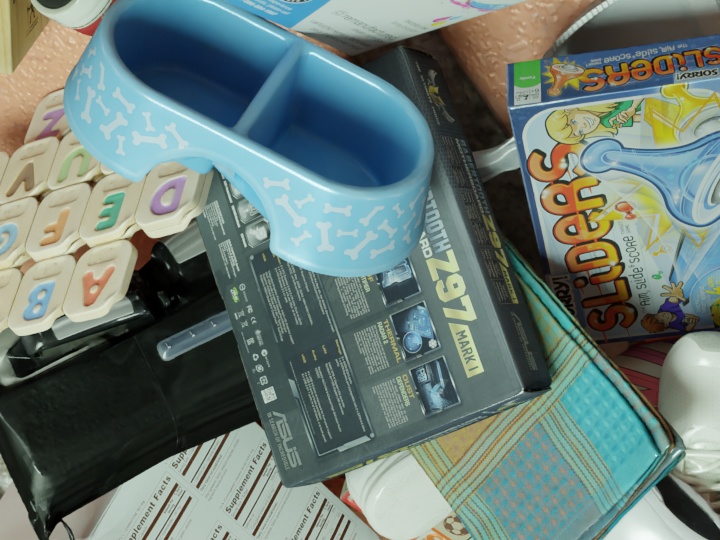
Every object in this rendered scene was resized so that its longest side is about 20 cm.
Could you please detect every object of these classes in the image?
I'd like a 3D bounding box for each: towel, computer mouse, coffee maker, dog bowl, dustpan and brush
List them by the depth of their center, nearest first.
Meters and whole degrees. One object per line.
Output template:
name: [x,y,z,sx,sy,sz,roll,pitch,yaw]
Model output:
dog bowl: [-0.051,-0.076,0.856,0.198,0.112,0.050,28,135,2]
dustpan and brush: [0.118,-0.081,0.952,0.198,0.058,0.140,-13,125,28]
towel: [0.075,0.071,0.956,0.201,0.022,0.147,51,126,23]
computer mouse: [0.128,0.117,0.957,0.200,0.044,0.110,43,123,24]
coffee maker: [-0.125,0.077,1.047,0.198,0.135,0.194,-23,104,-16]

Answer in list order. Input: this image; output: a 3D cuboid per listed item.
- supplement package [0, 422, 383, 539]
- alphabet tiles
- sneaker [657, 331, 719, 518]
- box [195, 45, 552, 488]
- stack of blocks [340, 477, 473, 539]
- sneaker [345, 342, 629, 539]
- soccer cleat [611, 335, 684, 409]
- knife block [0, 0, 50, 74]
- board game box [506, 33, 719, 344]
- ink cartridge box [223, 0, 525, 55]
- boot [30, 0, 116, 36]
supplement package: [-0.130,0.199,1.194,0.200,0.148,0.190,45,144,-20]
alphabet tiles: [-0.166,-0.046,0.988,0.198,0.197,0.015,-13,137,28]
sneaker: [0.201,0.125,0.975,0.070,0.081,0.202,6,127,16]
box: [0.000,0.000,0.943,0.157,0.051,0.202,-25,79,25]
stack of blocks: [0.101,0.161,1.169,0.199,0.059,0.115,34,132,-11]
sneaker: [0.075,0.084,1.081,0.199,0.089,0.076,-30,121,-8]
soccer cleat: [0.215,0.075,1.018,0.198,0.077,0.067,-16,123,10]
knife block: [-0.231,-0.207,0.961,0.198,0.064,0.177,14,132,7]
board game box: [0.161,-0.039,0.938,0.134,0.035,0.201,-7,138,12]
ink cartridge box: [0.040,-0.183,0.829,0.198,0.086,0.144,-15,167,28]
boot: [-0.074,-0.202,0.917,0.201,0.072,0.144,-52,147,15]
